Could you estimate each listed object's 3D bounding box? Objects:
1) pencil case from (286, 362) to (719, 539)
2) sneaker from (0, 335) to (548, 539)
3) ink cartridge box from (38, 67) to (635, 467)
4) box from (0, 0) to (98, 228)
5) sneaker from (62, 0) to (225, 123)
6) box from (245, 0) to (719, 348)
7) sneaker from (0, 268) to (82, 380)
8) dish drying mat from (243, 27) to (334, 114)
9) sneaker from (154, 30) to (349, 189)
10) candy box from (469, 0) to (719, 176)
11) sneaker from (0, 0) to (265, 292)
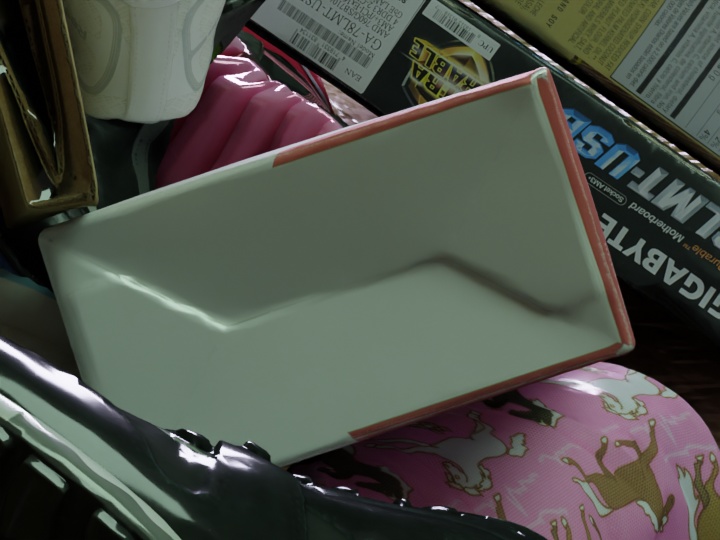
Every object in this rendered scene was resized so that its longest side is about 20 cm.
[{"bbox_3d":[0.023,0.077,0.693,0.086,0.083,0.200,21,17,24],"label":"pencil case"},{"bbox_3d":[-0.007,0.069,0.492,0.200,0.076,0.088,41,38,-4],"label":"sneaker"},{"bbox_3d":[0.000,0.000,0.702,0.200,0.116,0.068,-45,117,-85],"label":"ink cartridge box"},{"bbox_3d":[-0.091,-0.091,0.666,0.021,0.164,0.200,-14,2,-8],"label":"box"},{"bbox_3d":[-0.070,-0.116,0.776,0.075,0.081,0.200,-4,38,-7],"label":"sneaker"},{"bbox_3d":[0.073,-0.036,0.976,0.198,0.050,0.200,38,6,15],"label":"box"},{"bbox_3d":[-0.134,0.031,0.606,0.200,0.077,0.081,11,35,-33],"label":"sneaker"},{"bbox_3d":[-0.071,-0.117,0.959,0.200,0.018,0.077,47,16,-41],"label":"dish drying mat"},{"bbox_3d":[-0.018,-0.018,0.874,0.095,0.079,0.200,25,21,-43],"label":"sneaker"},{"bbox_3d":[0.078,-0.095,0.977,0.200,0.055,0.115,32,6,-25],"label":"candy box"},{"bbox_3d":[-0.068,-0.078,0.826,0.071,0.083,0.200,37,53,-38],"label":"sneaker"}]
